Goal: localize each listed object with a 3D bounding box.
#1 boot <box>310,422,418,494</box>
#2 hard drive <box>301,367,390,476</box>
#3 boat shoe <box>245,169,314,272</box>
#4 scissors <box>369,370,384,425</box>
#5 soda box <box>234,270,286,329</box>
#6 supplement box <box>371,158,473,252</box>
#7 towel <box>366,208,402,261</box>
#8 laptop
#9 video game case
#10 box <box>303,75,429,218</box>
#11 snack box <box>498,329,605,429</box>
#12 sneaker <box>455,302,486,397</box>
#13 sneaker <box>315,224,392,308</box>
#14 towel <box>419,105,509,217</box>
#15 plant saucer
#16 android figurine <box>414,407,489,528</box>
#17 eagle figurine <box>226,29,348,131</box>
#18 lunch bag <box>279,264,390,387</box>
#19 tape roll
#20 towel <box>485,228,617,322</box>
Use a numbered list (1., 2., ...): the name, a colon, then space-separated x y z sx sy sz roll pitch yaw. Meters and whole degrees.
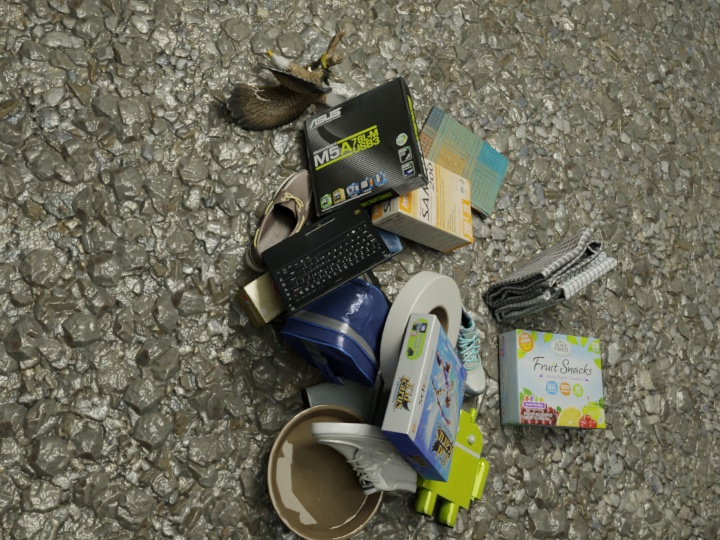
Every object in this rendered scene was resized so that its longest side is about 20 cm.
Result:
1. boot: 0.011 0.286 1.033 0.196 0.073 0.098 15 70 -27
2. hard drive: 0.010 0.242 1.140 0.196 0.033 0.143 -11 81 -27
3. boat shoe: -0.126 -0.091 1.152 0.071 0.059 0.202 33 65 -10
4. scissors: 0.035 0.154 1.077 0.014 0.073 0.204 17 78 23
5. soda box: -0.104 0.011 1.133 0.199 0.064 0.068 -35 91 -27
6. supplement box: 0.112 -0.123 1.227 0.197 0.073 0.129 17 65 -40
7. towel: 0.011 -0.121 1.230 0.109 0.048 0.205 1 76 -23
8. laptop: -0.050 -0.025 0.971 0.175 0.104 0.202 -28 53 -4
9. video game case: 0.104 0.195 1.035 0.201 0.045 0.184 56 44 -49
10. box: 0.006 -0.202 1.162 0.047 0.196 0.197 30 46 -60
11. snack box: 0.358 0.207 1.289 0.196 0.067 0.173 9 73 -23
12. sneaker: 0.173 0.127 1.213 0.077 0.086 0.203 -24 87 -31
13. sneaker: 0.000 0.000 1.116 0.199 0.075 0.089 40 69 -37
14. towel: 0.196 -0.215 1.357 0.198 0.022 0.149 32 64 -11
15. plant saucer: -0.052 0.310 1.059 0.196 0.029 0.205 7 74 -24
16. android figurine: 0.152 0.320 1.161 0.181 0.041 0.203 37 63 -32
17. eagle figurine: -0.117 -0.317 1.176 0.148 0.154 0.201 20 44 20
18. lunch bag: -0.033 0.101 1.074 0.133 0.201 0.134 15 68 26
19. tape roll: 0.101 0.104 1.104 0.201 0.036 0.207 -27 124 -48
20. towel: 0.340 0.011 1.260 0.164 0.200 0.087 -28 87 -29
